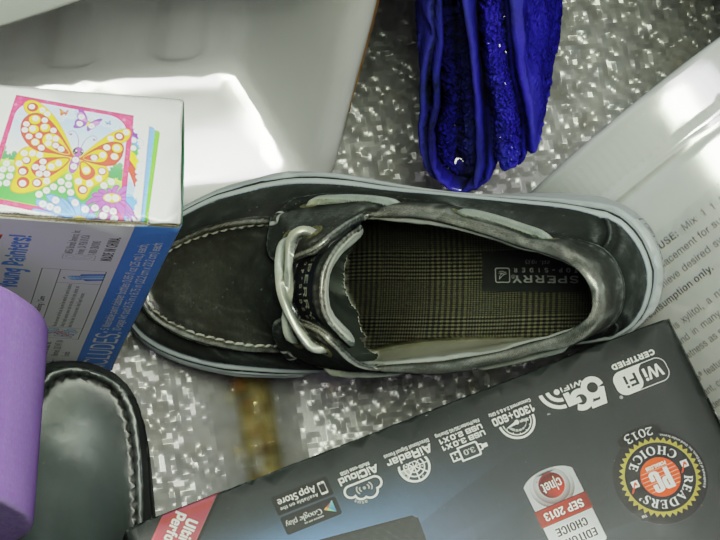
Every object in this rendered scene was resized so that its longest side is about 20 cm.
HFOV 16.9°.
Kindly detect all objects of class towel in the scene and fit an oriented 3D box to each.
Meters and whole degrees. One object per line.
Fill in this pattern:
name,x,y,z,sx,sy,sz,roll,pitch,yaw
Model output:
towel,0.054,-0.146,0.849,0.049,0.148,0.201,4,52,10

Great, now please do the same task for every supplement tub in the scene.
supplement tub,0.164,0.019,0.862,0.132,0.132,0.200,-36,86,-18

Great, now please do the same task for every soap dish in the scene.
soap dish,-0.096,-0.087,0.829,0.199,0.158,0.082,-6,60,-14

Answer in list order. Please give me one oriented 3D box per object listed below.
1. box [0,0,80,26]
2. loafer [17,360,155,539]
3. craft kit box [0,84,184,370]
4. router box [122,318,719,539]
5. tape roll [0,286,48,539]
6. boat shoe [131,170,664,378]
box,-0.067,-0.163,0.714,0.199,0.098,0.125,-19,48,-12
loafer,-0.102,0.126,0.809,0.068,0.070,0.202,9,74,-10
craft kit box,-0.165,-0.012,0.766,0.197,0.200,0.049,1,75,-13
router box,0.040,0.122,0.774,0.199,0.062,0.150,-21,71,-11
tape roll,-0.198,0.041,0.743,0.199,0.200,0.066,5,75,-11
boat shoe,0.000,0.000,0.819,0.199,0.071,0.072,-6,92,23
